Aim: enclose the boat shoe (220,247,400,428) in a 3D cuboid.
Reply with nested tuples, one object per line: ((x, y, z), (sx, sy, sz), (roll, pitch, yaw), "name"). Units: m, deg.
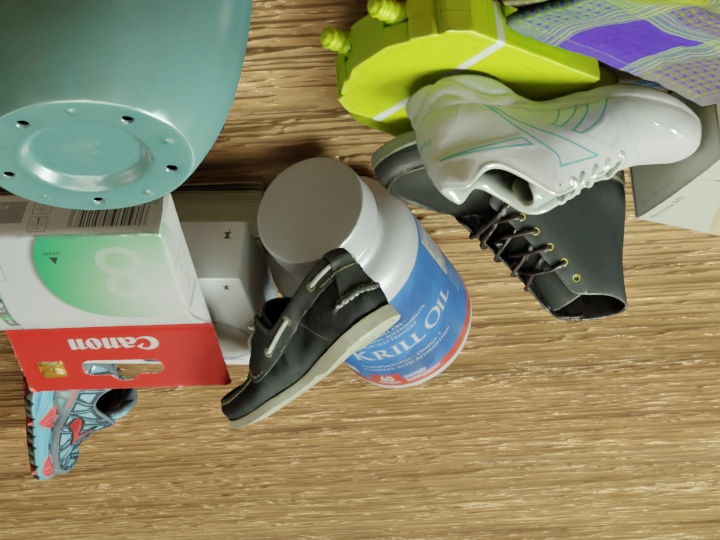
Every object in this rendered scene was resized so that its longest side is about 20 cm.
((-0.045, 0.050, 1.510), (0.072, 0.068, 0.200), (-35, 175, -40), "boat shoe")

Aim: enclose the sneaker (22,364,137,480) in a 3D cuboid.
((-0.237, 0.123, 1.845), (0.095, 0.080, 0.200), (0, 153, -7), "sneaker")

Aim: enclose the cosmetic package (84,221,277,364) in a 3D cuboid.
((-0.167, 0.018, 1.584), (0.199, 0.052, 0.151), (0, 152, 10), "cosmetic package")

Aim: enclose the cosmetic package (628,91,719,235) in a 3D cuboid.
((0.293, -0.069, 1.492), (0.199, 0.074, 0.103), (9, 153, -27), "cosmetic package")

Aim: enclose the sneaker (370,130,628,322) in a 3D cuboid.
((0.101, -0.031, 1.440), (0.199, 0.107, 0.075), (8, 154, -29), "sneaker")

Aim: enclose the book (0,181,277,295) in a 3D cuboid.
((-0.166, -0.013, 1.621), (0.199, 0.048, 0.134), (-1, 154, 3), "book")

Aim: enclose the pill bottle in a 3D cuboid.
((0.000, 0.000, 1.578), (0.112, 0.113, 0.200), (-12, 152, 19), "pill bottle")

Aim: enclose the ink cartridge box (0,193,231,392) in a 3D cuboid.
((-0.188, 0.031, 1.502), (0.160, 0.050, 0.201), (-2, 134, 12), "ink cartridge box")

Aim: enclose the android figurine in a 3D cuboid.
((0.066, -0.129, 1.390), (0.199, 0.041, 0.182), (16, 150, -36), "android figurine")

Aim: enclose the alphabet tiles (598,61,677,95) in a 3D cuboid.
((0.166, -0.138, 1.433), (0.199, 0.008, 0.167), (-13, 151, 20), "alphabet tiles")

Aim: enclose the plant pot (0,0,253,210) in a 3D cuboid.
((-0.156, -0.133, 1.257), (0.199, 0.162, 0.201), (-1, 154, -1), "plant pot")

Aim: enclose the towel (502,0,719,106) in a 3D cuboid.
((0.197, -0.137, 1.301), (0.143, 0.023, 0.199), (-2, 167, 44), "towel")

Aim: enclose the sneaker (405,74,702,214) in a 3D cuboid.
((0.127, -0.073, 1.382), (0.199, 0.081, 0.071), (0, 151, -18), "sneaker")
